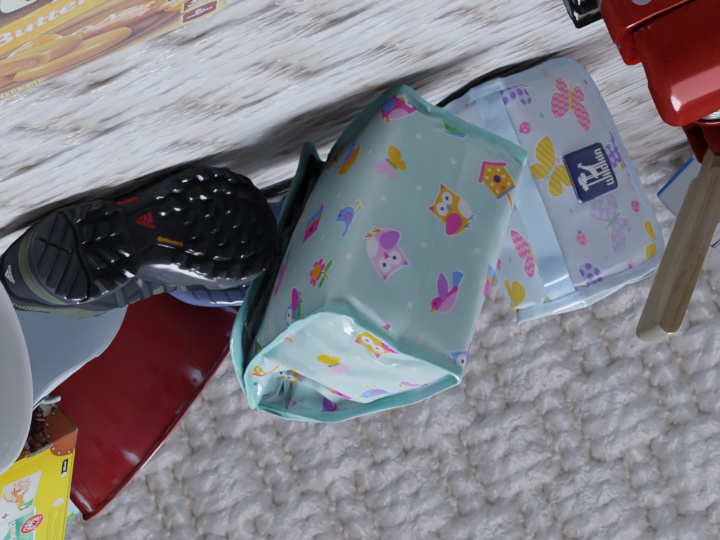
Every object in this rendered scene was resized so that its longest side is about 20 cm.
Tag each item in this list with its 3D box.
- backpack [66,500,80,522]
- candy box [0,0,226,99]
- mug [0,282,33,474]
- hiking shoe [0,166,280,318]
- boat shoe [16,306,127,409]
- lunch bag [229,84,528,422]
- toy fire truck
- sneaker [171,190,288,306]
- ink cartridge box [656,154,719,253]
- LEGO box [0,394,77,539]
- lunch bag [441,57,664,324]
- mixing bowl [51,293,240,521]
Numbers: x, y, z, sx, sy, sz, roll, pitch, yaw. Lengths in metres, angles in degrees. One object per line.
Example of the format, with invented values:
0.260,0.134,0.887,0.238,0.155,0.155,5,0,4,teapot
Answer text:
-0.300,0.145,1.823,0.200,0.153,0.164,-25,137,-49,backpack
-0.092,-0.089,0.581,0.115,0.056,0.200,-23,177,-7,candy box
-0.290,0.050,1.139,0.199,0.178,0.134,-20,-146,24,mug
-0.139,-0.015,1.399,0.100,0.076,0.200,-14,175,44,hiking shoe
-0.226,0.065,1.522,0.068,0.074,0.200,-19,-145,58,boat shoe
0.000,0.000,1.482,0.200,0.122,0.171,-30,-143,60,lunch bag
0.151,-0.082,1.087,0.128,0.201,0.176,-24,177,3,toy fire truck
-0.062,-0.020,1.710,0.199,0.074,0.082,-21,178,-27,sneaker
0.527,-0.109,3.341,0.146,0.084,0.200,-47,153,9,ink cartridge box
-0.289,0.177,1.666,0.149,0.077,0.200,-26,149,-31,LEGO box
0.135,-0.055,1.666,0.127,0.170,0.200,-23,176,11,lunch bag
-0.184,0.074,1.729,0.200,0.108,0.200,-51,-172,10,mixing bowl
